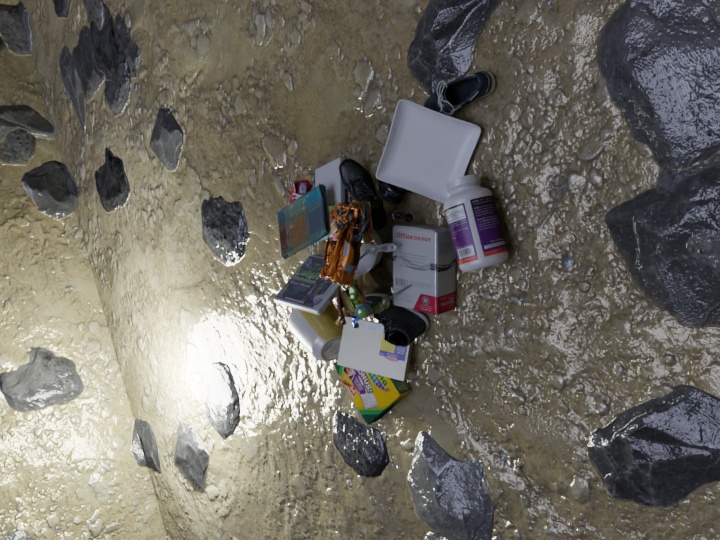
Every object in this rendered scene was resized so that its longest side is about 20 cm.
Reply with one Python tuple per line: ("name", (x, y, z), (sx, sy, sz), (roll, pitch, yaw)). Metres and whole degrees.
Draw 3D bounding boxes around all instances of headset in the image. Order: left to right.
("headset", (0.087, -0.211, 1.592), (0.123, 0.093, 0.202), (-36, 61, 45))

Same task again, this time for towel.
("towel", (-0.158, -0.130, 1.758), (0.199, 0.022, 0.149), (-25, 65, 40))

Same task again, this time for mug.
("mug", (-0.107, 0.158, 1.807), (0.153, 0.148, 0.189), (49, 148, 45))

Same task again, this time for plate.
("plate", (0.154, -0.273, 1.493), (0.197, 0.032, 0.202), (20, 121, 4))

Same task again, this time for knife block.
("knife block", (0.000, 0.000, 1.754), (0.176, 0.063, 0.201), (54, 132, 24))

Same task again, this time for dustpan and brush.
("dustpan and brush", (0.028, -0.057, 1.626), (0.198, 0.057, 0.142), (-2, 98, 42))

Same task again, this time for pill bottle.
("pill bottle", (0.250, -0.104, 1.432), (0.112, 0.112, 0.203), (-17, 86, 47))

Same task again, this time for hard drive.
("hard drive", (-0.083, -0.192, 1.780), (0.131, 0.025, 0.203), (-13, 75, 54))

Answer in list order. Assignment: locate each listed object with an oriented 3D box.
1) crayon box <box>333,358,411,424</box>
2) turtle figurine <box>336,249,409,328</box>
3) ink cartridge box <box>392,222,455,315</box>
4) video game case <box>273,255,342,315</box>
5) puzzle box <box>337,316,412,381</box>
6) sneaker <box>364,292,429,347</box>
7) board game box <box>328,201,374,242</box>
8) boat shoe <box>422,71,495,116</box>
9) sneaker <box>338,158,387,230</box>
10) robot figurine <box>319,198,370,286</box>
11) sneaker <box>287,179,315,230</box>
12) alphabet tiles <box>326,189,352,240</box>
("crayon box", (0.029, 0.294, 1.792), (0.201, 0.058, 0.173), (57, 133, 20))
("turtle figurine", (0.011, 0.033, 1.602), (0.194, 0.142, 0.202), (38, 112, 60))
("ink cartridge box", (0.154, -0.009, 1.574), (0.144, 0.083, 0.203), (12, 107, 45))
("video game case", (-0.128, 0.036, 1.827), (0.198, 0.182, 0.023), (11, 142, 45))
("puzzle box", (0.040, 0.205, 1.713), (0.197, 0.025, 0.135), (11, 90, 24))
("sneaker", (0.066, 0.125, 1.645), (0.198, 0.099, 0.071), (23, 130, 22))
("board game box", (-0.024, -0.119, 1.614), (0.199, 0.030, 0.097), (4, 103, 61))
("boat shoe", (0.207, -0.389, 1.450), (0.199, 0.061, 0.076), (-7, 95, 47))
("sneaker", (0.008, -0.198, 1.646), (0.114, 0.075, 0.201), (45, -160, -88))
("robot figurine", (-0.037, -0.071, 1.516), (0.145, 0.058, 0.203), (18, 97, 59))
("sneaker", (-0.163, -0.183, 1.836), (0.201, 0.070, 0.114), (-114, 33, -50))
("alphabet tiles", (-0.058, -0.173, 1.773), (0.167, 0.007, 0.202), (-43, 50, 43))
